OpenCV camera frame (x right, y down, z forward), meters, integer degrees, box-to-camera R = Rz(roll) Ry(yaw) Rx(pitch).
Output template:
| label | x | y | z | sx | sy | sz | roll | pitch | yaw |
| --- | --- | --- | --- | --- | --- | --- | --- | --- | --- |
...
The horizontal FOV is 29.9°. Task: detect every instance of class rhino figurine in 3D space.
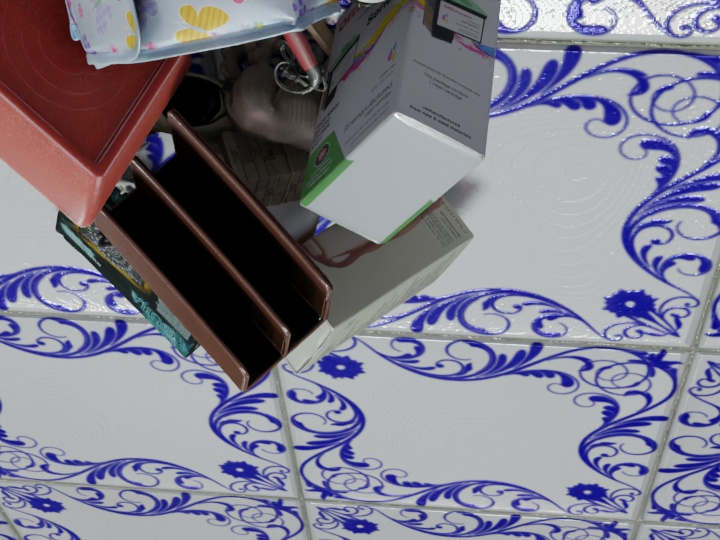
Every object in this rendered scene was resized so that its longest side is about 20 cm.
| label | x | y | z | sx | sy | sz | roll | pitch | yaw |
| --- | --- | --- | --- | --- | --- | --- | --- | --- | --- |
| rhino figurine | -0.027 | -0.131 | 1.143 | 0.199 | 0.088 | 0.060 | 18 | 146 | -19 |

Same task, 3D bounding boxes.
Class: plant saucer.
| label | x | y | z | sx | sy | sz | roll | pitch | yaw |
| --- | --- | --- | --- | --- | --- | --- | --- | --- | --- |
| plant saucer | -0.229 | -0.170 | 1.024 | 0.200 | 0.201 | 0.037 | 43 | 141 | -23 |

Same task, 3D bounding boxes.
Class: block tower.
| label | x | y | z | sx | sy | sz | roll | pitch | yaw |
| --- | --- | --- | --- | --- | --- | --- | --- | --- | --- |
| block tower | -0.027 | -0.103 | 1.200 | 0.199 | 0.054 | 0.058 | -11 | 154 | -21 |

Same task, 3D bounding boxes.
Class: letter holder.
| label | x | y | z | sx | sy | sz | roll | pitch | yaw |
| --- | --- | --- | --- | --- | --- | --- | --- | --- | --- |
| letter holder | -0.124 | -0.016 | 1.114 | 0.200 | 0.100 | 0.142 | 48 | 166 | 7 |

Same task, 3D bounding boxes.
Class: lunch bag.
| label | x | y | z | sx | sy | sz | roll | pitch | yaw |
| --- | --- | --- | --- | --- | --- | --- | --- | --- | --- |
| lunch bag | -0.132 | -0.238 | 0.954 | 0.198 | 0.127 | 0.171 | -5 | 106 | 20 |

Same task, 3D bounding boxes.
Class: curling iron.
| label | x | y | z | sx | sy | sz | roll | pitch | yaw |
| --- | --- | --- | --- | --- | --- | --- | --- | --- | --- |
| curling iron | -0.082 | -0.222 | 1.030 | 0.049 | 0.026 | 0.201 | -7 | 117 | 50 |

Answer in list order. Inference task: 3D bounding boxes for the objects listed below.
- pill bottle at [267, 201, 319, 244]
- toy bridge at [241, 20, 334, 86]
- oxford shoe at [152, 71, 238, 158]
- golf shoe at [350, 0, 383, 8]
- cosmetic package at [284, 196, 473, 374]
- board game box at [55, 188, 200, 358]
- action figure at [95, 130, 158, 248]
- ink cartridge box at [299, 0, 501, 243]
| label | x | y | z | sx | sy | sz | roll | pitch | yaw |
| --- | --- | --- | --- | --- | --- | --- | --- | --- | --- |
| pill bottle | -0.107 | -0.025 | 1.340 | 0.115 | 0.117 | 0.200 | 10 | 147 | -6 |
| toy bridge | -0.080 | -0.213 | 1.129 | 0.199 | 0.027 | 0.067 | 23 | 143 | -25 |
| oxford shoe | -0.120 | -0.133 | 1.179 | 0.199 | 0.071 | 0.075 | 7 | -175 | -34 |
| golf shoe | -0.022 | -0.241 | 1.018 | 0.199 | 0.095 | 0.078 | -14 | 144 | 30 |
| cosmetic package | 0.000 | 0.000 | 1.282 | 0.087 | 0.200 | 0.103 | 51 | 142 | 8 |
| board game box | -0.225 | -0.012 | 1.360 | 0.200 | 0.028 | 0.135 | 44 | 149 | 4 |
| action figure | -0.212 | -0.112 | 1.240 | 0.118 | 0.102 | 0.201 | 8 | 116 | 49 |
| ink cartridge box | 0.034 | -0.146 | 1.057 | 0.084 | 0.201 | 0.145 | 25 | 143 | -21 |
